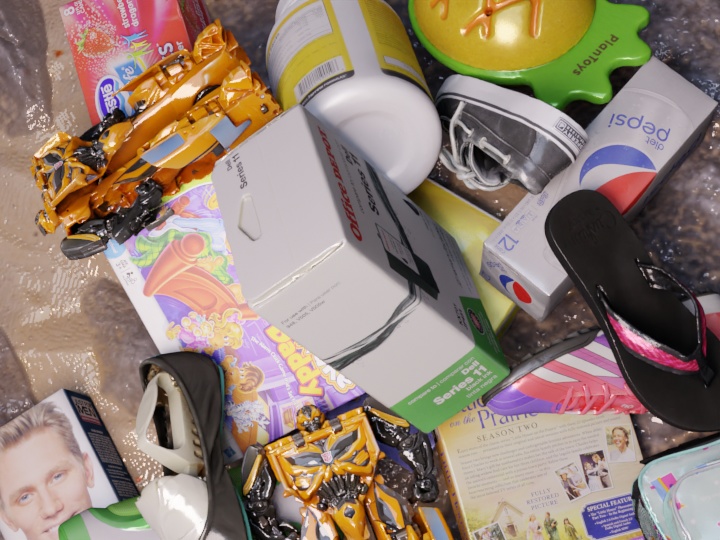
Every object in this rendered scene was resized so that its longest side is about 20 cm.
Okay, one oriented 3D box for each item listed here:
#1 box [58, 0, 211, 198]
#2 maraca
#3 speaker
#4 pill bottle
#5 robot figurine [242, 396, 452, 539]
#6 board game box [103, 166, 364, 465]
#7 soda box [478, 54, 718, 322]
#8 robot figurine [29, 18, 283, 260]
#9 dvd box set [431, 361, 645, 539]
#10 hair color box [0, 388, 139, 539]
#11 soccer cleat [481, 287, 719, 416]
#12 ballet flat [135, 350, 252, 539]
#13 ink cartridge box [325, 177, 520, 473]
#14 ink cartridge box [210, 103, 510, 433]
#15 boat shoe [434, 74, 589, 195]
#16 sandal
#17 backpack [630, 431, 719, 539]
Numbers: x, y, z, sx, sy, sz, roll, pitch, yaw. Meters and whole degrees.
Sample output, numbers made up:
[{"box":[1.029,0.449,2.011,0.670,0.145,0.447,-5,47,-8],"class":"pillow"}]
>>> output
[{"box":[-0.157,-0.129,1.330,0.100,0.095,0.200,-20,75,10],"class":"box"},{"box":[0.126,-0.191,1.257,0.200,0.107,0.137,36,75,30],"class":"maraca"},{"box":[-0.116,0.193,1.225,0.200,0.088,0.089,-15,74,-18],"class":"speaker"},{"box":[-0.011,-0.144,1.252,0.112,0.112,0.200,-26,38,8],"class":"pill bottle"},{"box":[0.000,0.186,1.162,0.145,0.058,0.200,-22,80,-6],"class":"robot figurine"},{"box":[-0.090,0.026,1.244,0.134,0.045,0.200,-29,93,12],"class":"board game box"},{"box":[0.174,-0.060,1.222,0.063,0.068,0.200,39,75,14],"class":"soda box"},{"box":[-0.161,-0.094,1.221,0.200,0.058,0.145,-35,39,2],"class":"robot figurine"},{"box":[0.138,0.163,1.207,0.146,0.029,0.200,-13,75,-13],"class":"dvd box set"},{"box":[-0.220,0.204,1.301,0.100,0.061,0.200,-32,73,6],"class":"hair color box"},{"box":[0.184,0.075,1.191,0.200,0.068,0.073,-18,76,-18],"class":"soccer cleat"},{"box":[-0.125,0.143,1.159,0.068,0.068,0.200,-46,43,35],"class":"ballet flat"},{"box":[0.014,0.021,1.286,0.197,0.047,0.200,31,85,16],"class":"ink cartridge box"},{"box":[0.000,0.000,1.141,0.083,0.200,0.147,-36,45,17],"class":"ink cartridge box"},{"box":[0.096,-0.092,1.222,0.068,0.074,0.199,-53,28,-3],"class":"boat shoe"},{"box":[0.200,0.030,1.150,0.075,0.045,0.200,-37,93,-21],"class":"sandal"},{"box":[0.292,0.201,1.125,0.176,0.153,0.200,-19,84,0],"class":"backpack"}]
